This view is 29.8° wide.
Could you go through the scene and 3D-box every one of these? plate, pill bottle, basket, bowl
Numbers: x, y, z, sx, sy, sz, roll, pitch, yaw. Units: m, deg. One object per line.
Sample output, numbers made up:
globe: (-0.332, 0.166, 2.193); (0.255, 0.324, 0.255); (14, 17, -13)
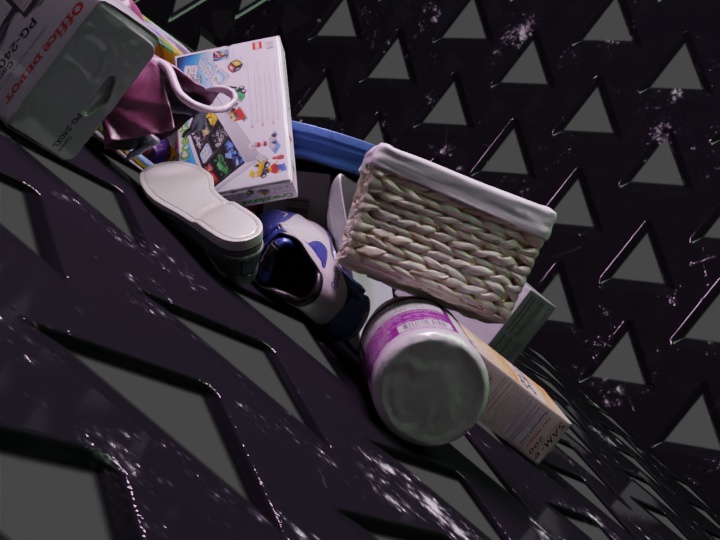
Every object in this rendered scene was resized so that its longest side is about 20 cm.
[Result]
plate: (0.000, 0.000, 1.579); (0.200, 0.032, 0.203); (15, 66, -76)
pill bottle: (0.056, 0.089, 1.329); (0.112, 0.113, 0.200); (37, 6, -12)
basket: (0.080, -0.033, 1.385); (0.197, 0.125, 0.136); (21, -4, -6)
bowl: (-0.056, -0.138, 1.590); (0.198, 0.040, 0.201); (15, -2, 1)

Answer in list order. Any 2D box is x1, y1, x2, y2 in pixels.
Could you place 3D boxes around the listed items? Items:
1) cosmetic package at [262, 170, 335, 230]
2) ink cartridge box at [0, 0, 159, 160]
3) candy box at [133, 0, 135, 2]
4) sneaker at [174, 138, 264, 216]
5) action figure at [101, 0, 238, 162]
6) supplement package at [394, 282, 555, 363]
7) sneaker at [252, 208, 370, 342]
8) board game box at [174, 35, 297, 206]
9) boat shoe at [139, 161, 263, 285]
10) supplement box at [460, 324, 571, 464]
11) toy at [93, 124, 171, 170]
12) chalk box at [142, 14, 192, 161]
cosmetic package: (-0.049, -0.055, 1.663); (0.083, 0.109, 0.200); (6, -6, 16)
ink cartridge box: (-0.299, -0.220, 1.264); (0.200, 0.146, 0.083); (44, 7, 38)
candy box: (-0.330, -0.360, 1.633); (0.071, 0.199, 0.169); (33, 30, -35)
sneaker: (-0.157, -0.081, 1.580); (0.200, 0.073, 0.088); (47, 29, -53)
action figure: (-0.243, -0.224, 1.399); (0.133, 0.148, 0.203); (-26, 94, -53)
supplement package: (0.185, 0.049, 2.195); (0.200, 0.156, 0.111); (43, 8, 35)
sneaker: (-0.075, -0.016, 1.448); (0.115, 0.081, 0.200); (36, 8, -46)
board game box: (-0.139, -0.161, 1.484); (0.035, 0.124, 0.203); (71, 11, -59)
boat shoe: (-0.163, -0.050, 1.361); (0.199, 0.072, 0.063); (36, -41, 43)
supplement box: (0.164, 0.147, 1.741); (0.199, 0.074, 0.126); (38, 7, -18)
toy: (-0.257, -0.152, 1.497); (0.199, 0.047, 0.115); (32, 11, -48)
chalk box: (-0.279, -0.245, 1.677); (0.123, 0.125, 0.200); (33, 9, -41)
